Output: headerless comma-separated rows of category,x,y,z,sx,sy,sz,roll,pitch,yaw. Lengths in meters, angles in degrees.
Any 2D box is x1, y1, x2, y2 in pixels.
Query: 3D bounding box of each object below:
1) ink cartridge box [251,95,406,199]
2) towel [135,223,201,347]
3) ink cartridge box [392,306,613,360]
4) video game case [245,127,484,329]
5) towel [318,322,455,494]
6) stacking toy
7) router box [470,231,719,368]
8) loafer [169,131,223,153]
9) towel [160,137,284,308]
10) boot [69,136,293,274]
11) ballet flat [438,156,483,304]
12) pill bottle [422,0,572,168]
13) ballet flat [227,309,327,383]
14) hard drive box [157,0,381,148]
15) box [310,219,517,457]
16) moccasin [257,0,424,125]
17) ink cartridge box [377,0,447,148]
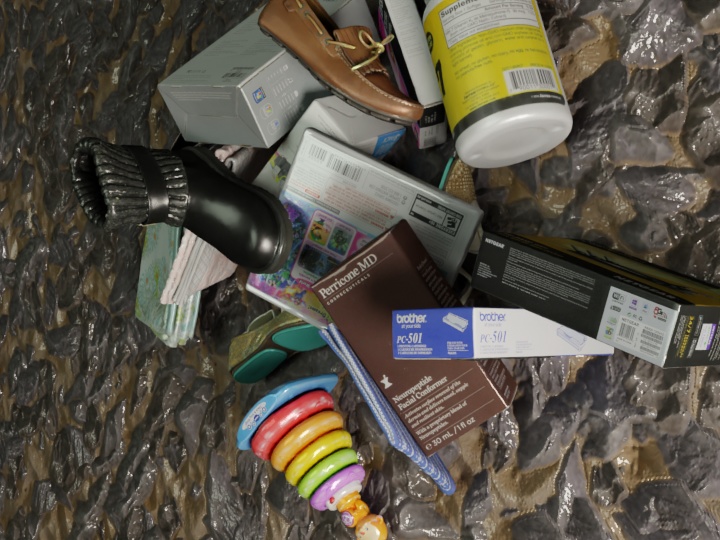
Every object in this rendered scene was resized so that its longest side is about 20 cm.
ink cartridge box,-0.053,-0.102,1.253,0.068,0.115,0.200,50,124,12
towel,-0.246,-0.016,1.474,0.171,0.048,0.202,24,105,62
ink cartridge box,0.129,0.055,1.002,0.093,0.199,0.045,-4,86,45
video game case,0.000,-0.019,1.139,0.199,0.024,0.183,27,108,13
towel,0.029,0.142,1.121,0.024,0.200,0.145,-35,59,3
stacking toy,-0.037,0.221,1.251,0.201,0.109,0.116,52,121,21
router box,0.216,0.022,0.945,0.199,0.156,0.053,24,105,43
loafer,-0.175,-0.205,1.430,0.201,0.063,0.072,-55,53,29
towel,-0.156,-0.065,1.333,0.032,0.191,0.201,26,110,7
boot,-0.182,-0.062,1.134,0.211,0.157,0.080,36,114,36
ballet flat,0.092,-0.014,1.155,0.065,0.070,0.202,22,108,16
pill bottle,0.123,-0.211,1.086,0.114,0.114,0.202,-29,67,41
ballet flat,-0.089,0.070,1.330,0.199,0.070,0.071,-32,66,40
hard drive box,-0.098,-0.224,1.254,0.155,0.200,0.077,11,136,46
box,0.053,0.063,1.086,0.100,0.075,0.201,-35,90,19
moccasin,-0.012,-0.215,1.122,0.201,0.073,0.078,44,106,25
ink cartridge box,0.048,-0.236,1.185,0.095,0.037,0.202,83,173,-70
